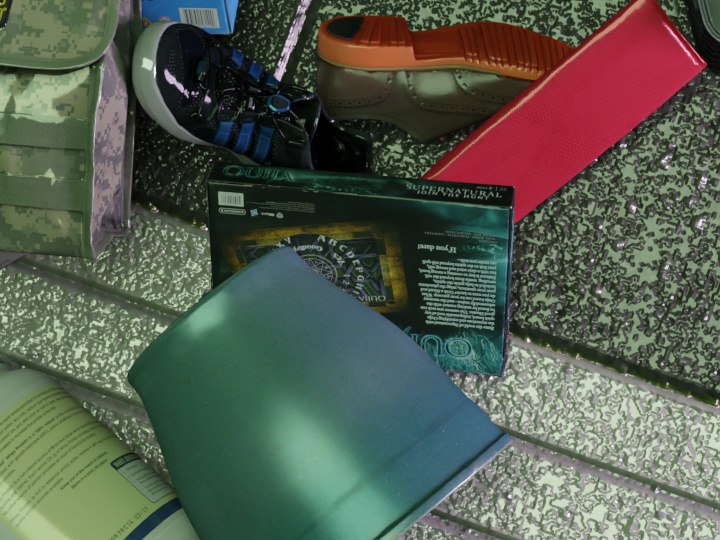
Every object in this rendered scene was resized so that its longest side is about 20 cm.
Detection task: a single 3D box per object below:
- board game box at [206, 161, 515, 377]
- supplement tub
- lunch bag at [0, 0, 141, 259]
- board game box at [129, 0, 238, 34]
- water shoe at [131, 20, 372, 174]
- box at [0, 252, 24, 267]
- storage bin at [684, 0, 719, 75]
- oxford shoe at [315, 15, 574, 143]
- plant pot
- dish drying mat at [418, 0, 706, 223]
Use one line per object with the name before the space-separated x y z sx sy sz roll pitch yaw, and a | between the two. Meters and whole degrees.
board game box | 0.000 0.000 1.389 0.198 0.028 0.136 6 125 8
supplement tub | -0.212 0.157 1.375 0.200 0.145 0.145 41 89 10
lunch bag | -0.223 -0.118 1.314 0.163 0.118 0.202 6 101 6
board game box | -0.171 -0.246 1.418 0.198 0.056 0.197 1 50 7
water shoe | -0.065 -0.109 1.365 0.078 0.200 0.072 -5 68 34
box | -0.275 -0.106 1.444 0.077 0.095 0.201 -27 82 3
storage bin | 0.307 -0.219 1.384 0.198 0.094 0.136 -14 81 6
oxford shoe | 0.068 -0.124 1.427 0.198 0.071 0.073 7 118 1
plant pot | -0.038 0.095 1.326 0.200 0.200 0.188 -38 84 1
dish drying mat | 0.130 -0.096 1.394 0.200 0.077 0.018 -39 37 11
